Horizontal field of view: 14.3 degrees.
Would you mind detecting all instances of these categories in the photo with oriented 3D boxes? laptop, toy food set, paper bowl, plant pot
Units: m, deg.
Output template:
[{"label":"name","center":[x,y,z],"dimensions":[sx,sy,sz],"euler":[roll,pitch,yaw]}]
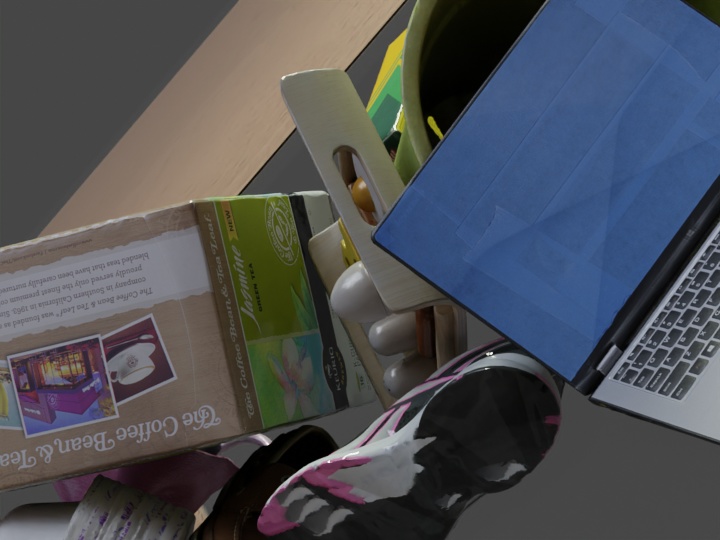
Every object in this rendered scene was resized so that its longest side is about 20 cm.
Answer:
[{"label":"laptop","center":[0.139,-0.040,1.311],"dimensions":[0.188,0.116,0.200],"euler":[-53,25,-10]},{"label":"toy food set","center":[0.000,0.000,1.506],"dimensions":[0.060,0.144,0.200],"euler":[-23,-23,-8]},{"label":"paper bowl","center":[-0.173,0.211,1.601],"dimensions":[0.201,0.104,0.202],"euler":[21,-90,-88]},{"label":"plant pot","center":[0.094,-0.065,1.489],"dimensions":[0.200,0.200,0.190],"euler":[-55,3,-19]}]

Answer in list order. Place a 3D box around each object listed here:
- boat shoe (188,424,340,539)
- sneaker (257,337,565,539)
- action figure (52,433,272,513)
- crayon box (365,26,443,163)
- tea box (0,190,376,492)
[{"label":"boat shoe","center":[-0.047,0.138,1.589],"dimensions":[0.068,0.072,0.200],"euler":[-48,14,14]},{"label":"sneaker","center":[0.038,0.096,1.467],"dimensions":[0.200,0.080,0.086],"euler":[-32,10,32]},{"label":"action figure","center":[-0.159,0.178,1.800],"dimensions":[0.134,0.148,0.201],"euler":[13,89,57]},{"label":"crayon box","center":[0.066,-0.076,1.681],"dimensions":[0.051,0.127,0.200],"euler":[-42,15,30]},{"label":"tea box","center":[-0.127,0.041,1.621],"dimensions":[0.199,0.134,0.197],"euler":[-13,-1,21]}]
